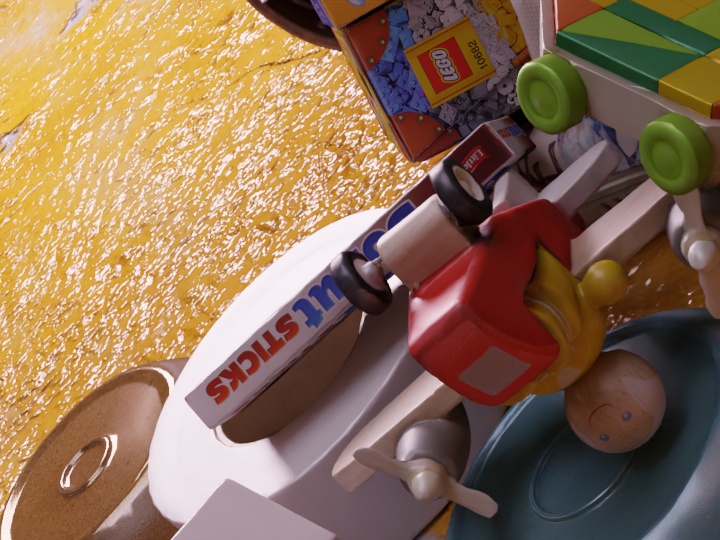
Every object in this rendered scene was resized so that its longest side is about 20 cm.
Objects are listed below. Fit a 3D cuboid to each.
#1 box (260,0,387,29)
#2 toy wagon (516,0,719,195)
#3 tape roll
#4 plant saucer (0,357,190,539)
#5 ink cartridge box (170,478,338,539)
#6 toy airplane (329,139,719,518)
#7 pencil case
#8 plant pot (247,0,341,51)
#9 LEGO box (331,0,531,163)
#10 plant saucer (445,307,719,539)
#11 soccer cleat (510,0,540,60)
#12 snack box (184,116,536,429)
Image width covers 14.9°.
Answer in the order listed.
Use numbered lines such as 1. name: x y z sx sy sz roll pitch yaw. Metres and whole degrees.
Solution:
1. box: 0.042 -0.174 1.385 0.199 0.042 0.119 -31 7 1
2. toy wagon: 0.169 -0.081 1.144 0.155 0.040 0.199 -29 42 -34
3. tape roll: -0.014 0.066 1.404 0.202 0.071 0.203 -37 27 22
4. plant saucer: -0.146 0.121 1.572 0.200 0.035 0.201 -36 28 23
5. ink cartridge box: -0.087 0.205 1.210 0.067 0.117 0.200 26 55 25
6. toy airplane: 0.083 0.019 1.213 0.199 0.141 0.200 -35 -9 -24
7. pencil case: 0.137 -0.064 1.345 0.199 0.078 0.090 -23 20 41
8. plant pot: -0.005 -0.256 1.729 0.200 0.200 0.198 -44 17 7
9. LEGO box: 0.068 -0.129 1.436 0.148 0.078 0.200 -28 7 0
10. plant saucer: 0.107 0.092 1.231 0.200 0.027 0.201 -35 28 22
11. soccer cleat: 0.142 -0.145 1.306 0.199 0.087 0.070 -21 15 -38
12. snack box: 0.000 0.000 1.330 0.200 0.024 0.072 -42 -4 13
